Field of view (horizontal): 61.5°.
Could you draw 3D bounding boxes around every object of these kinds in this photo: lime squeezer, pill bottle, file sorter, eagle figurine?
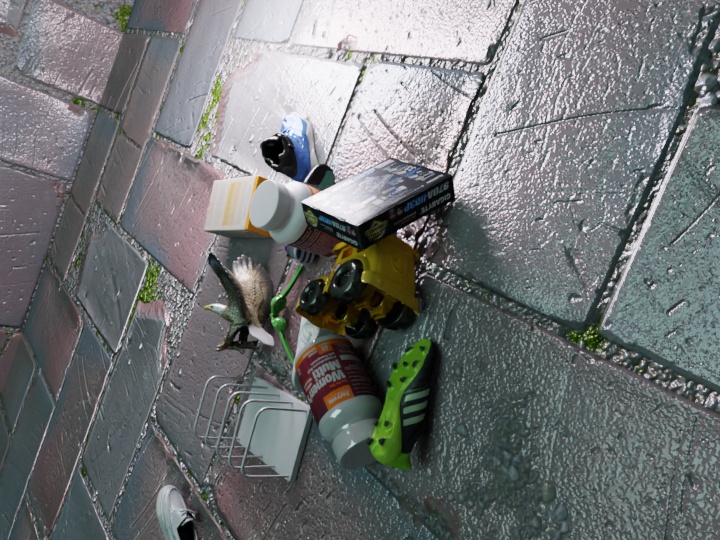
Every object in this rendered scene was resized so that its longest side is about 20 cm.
[{"bbox_3d":[-0.150,0.092,1.226,0.070,0.038,0.201,-1,74,15],"label":"lime squeezer"},{"bbox_3d":[-0.029,0.212,0.991,0.110,0.109,0.200,-50,46,24],"label":"pill bottle"},{"bbox_3d":[-0.208,0.294,1.150,0.200,0.124,0.139,15,89,48],"label":"file sorter"},{"bbox_3d":[-0.093,-0.092,1.088,0.113,0.200,0.113,-17,66,43],"label":"pill bottle"},{"bbox_3d":[-0.248,0.065,1.236,0.152,0.150,0.201,-177,96,-68],"label":"eagle figurine"}]

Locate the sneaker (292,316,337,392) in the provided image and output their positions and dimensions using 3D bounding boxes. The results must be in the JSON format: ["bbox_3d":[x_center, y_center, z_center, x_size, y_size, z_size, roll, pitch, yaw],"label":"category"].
[{"bbox_3d":[-0.082,0.124,1.119,0.080,0.070,0.201,9,81,63],"label":"sneaker"}]

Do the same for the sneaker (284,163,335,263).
[{"bbox_3d":[-0.113,-0.118,1.218,0.087,0.074,0.201,14,89,53],"label":"sneaker"}]

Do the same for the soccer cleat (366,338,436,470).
[{"bbox_3d":[0.076,0.201,0.918,0.067,0.081,0.201,-11,48,53],"label":"soccer cleat"}]

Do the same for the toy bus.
[{"bbox_3d":[0.000,0.000,1.024,0.200,0.135,0.193,-23,48,43],"label":"toy bus"}]

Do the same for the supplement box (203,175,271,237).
[{"bbox_3d":[-0.271,-0.143,1.393,0.200,0.073,0.127,5,81,48],"label":"supplement box"}]

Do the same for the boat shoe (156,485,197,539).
[{"bbox_3d":[-0.384,0.554,1.308,0.071,0.070,0.201,-37,56,20],"label":"boat shoe"}]

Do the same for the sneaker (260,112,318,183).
[{"bbox_3d":[-0.161,-0.276,1.287,0.077,0.111,0.201,-38,53,34],"label":"sneaker"}]

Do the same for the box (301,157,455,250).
[{"bbox_3d":[0.028,-0.115,0.982,0.159,0.200,0.046,27,139,48],"label":"box"}]
